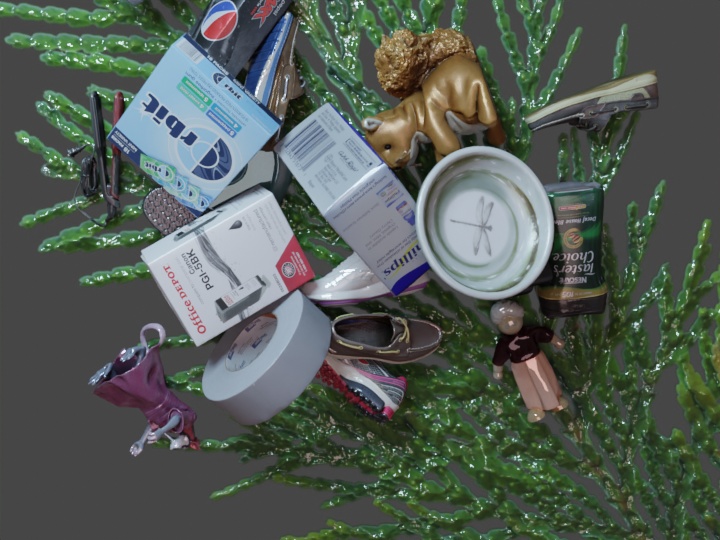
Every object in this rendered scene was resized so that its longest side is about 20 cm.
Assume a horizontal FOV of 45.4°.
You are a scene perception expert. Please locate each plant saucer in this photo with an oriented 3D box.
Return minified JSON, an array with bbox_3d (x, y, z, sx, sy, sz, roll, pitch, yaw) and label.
[{"bbox_3d":[0.156,-0.059,1.126,0.199,0.050,0.201,3,82,-21],"label":"plant saucer"},{"bbox_3d":[-0.198,-0.159,1.263,0.199,0.027,0.201,0,103,-2],"label":"plant saucer"}]

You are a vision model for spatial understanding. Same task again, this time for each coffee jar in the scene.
[{"bbox_3d":[0.312,-0.028,1.284,0.104,0.085,0.201,-7,104,0],"label":"coffee jar"}]

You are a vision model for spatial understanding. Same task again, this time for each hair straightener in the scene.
[{"bbox_3d":[-0.386,-0.162,1.254,0.077,0.041,0.201,4,108,-3],"label":"hair straightener"}]

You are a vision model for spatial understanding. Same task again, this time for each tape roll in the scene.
[{"bbox_3d":[-0.135,0.121,1.239,0.200,0.200,0.066,-42,117,8],"label":"tape roll"}]

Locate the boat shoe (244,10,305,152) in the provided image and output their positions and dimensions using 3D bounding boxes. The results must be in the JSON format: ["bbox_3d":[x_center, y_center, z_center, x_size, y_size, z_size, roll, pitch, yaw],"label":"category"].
[{"bbox_3d":[-0.121,-0.265,1.221,0.072,0.072,0.201,19,90,-32],"label":"boat shoe"}]

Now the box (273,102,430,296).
[{"bbox_3d":[0.003,-0.096,1.169,0.105,0.184,0.200,-39,134,3],"label":"box"}]

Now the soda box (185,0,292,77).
[{"bbox_3d":[-0.180,-0.333,1.190,0.200,0.063,0.071,-52,143,9],"label":"soda box"}]

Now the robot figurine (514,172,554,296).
[{"bbox_3d":[0.202,-0.064,1.232,0.150,0.125,0.201,-23,76,13],"label":"robot figurine"}]

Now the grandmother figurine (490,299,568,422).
[{"bbox_3d":[0.259,0.131,1.335,0.121,0.061,0.200,-29,106,-4],"label":"grandmother figurine"}]

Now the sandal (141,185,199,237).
[{"bbox_3d":[-0.244,-0.040,1.276,0.075,0.048,0.201,-36,104,-7],"label":"sandal"}]

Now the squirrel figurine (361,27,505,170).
[{"bbox_3d":[0.087,-0.240,1.218,0.186,0.142,0.201,-19,89,13],"label":"squirrel figurine"}]

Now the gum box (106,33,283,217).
[{"bbox_3d":[-0.229,-0.190,1.171,0.170,0.045,0.200,42,130,-11],"label":"gum box"}]

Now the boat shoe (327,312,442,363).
[{"bbox_3d":[0.038,0.097,1.289,0.199,0.060,0.072,2,67,-20],"label":"boat shoe"}]

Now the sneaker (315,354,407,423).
[{"bbox_3d":[-0.020,0.147,1.325,0.200,0.081,0.075,40,62,0],"label":"sneaker"}]

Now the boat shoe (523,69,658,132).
[{"bbox_3d":[0.339,-0.232,1.244,0.200,0.072,0.066,-20,98,-2],"label":"boat shoe"}]

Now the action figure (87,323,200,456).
[{"bbox_3d":[-0.312,0.202,1.327,0.200,0.134,0.149,47,55,-24],"label":"action figure"}]

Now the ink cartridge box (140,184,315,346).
[{"bbox_3d":[-0.188,-0.008,1.226,0.200,0.083,0.147,-32,112,-11],"label":"ink cartridge box"}]

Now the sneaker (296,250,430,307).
[{"bbox_3d":[0.000,0.000,1.297,0.199,0.075,0.100,-11,85,1],"label":"sneaker"}]

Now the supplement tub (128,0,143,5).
[{"bbox_3d":[-0.251,-0.458,1.137,0.200,0.132,0.132,-31,103,5],"label":"supplement tub"}]
